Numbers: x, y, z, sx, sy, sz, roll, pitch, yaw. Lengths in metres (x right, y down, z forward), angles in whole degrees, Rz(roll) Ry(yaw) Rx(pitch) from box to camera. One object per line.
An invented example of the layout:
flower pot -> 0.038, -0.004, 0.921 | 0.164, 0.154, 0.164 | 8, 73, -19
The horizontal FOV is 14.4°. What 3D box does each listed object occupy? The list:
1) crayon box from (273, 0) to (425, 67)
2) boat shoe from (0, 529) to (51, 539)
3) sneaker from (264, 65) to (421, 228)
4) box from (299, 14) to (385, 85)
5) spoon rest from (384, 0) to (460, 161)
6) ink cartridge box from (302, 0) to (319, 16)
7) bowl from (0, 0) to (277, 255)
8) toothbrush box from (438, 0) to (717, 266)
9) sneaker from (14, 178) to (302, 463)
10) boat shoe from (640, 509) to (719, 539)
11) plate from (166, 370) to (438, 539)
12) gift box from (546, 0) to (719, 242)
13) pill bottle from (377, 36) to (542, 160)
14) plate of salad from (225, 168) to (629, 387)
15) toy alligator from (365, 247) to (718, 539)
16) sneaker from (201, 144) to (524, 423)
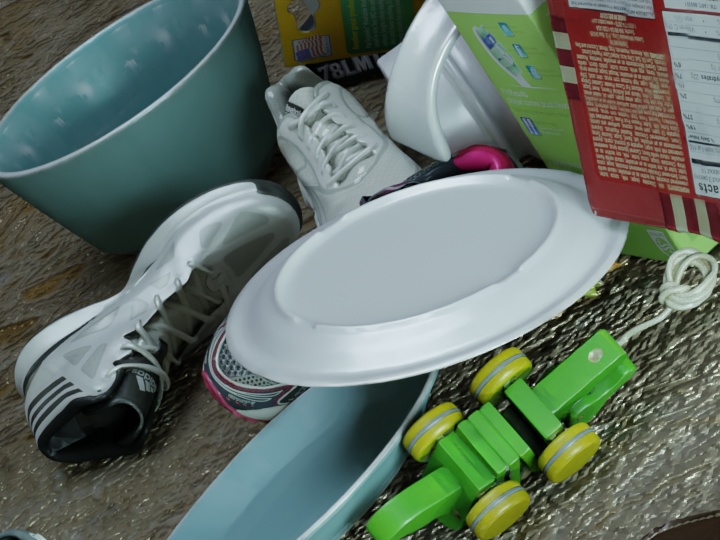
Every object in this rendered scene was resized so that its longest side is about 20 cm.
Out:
crayon box -> 0.046, -0.185, 1.656 | 0.199, 0.126, 0.052 | -9, 61, -1
boat shoe -> -0.141, 0.188, 1.320 | 0.073, 0.062, 0.200 | -46, 28, 14
sneaker -> -0.011, -0.062, 1.646 | 0.075, 0.081, 0.200 | -34, 24, -4
box -> 0.077, -0.210, 1.861 | 0.198, 0.050, 0.200 | -13, 32, 44
spoon rest -> 0.082, -0.148, 1.466 | 0.099, 0.061, 0.200 | 25, 66, 35
ink cartridge box -> 0.059, -0.241, 1.778 | 0.200, 0.083, 0.146 | -24, 25, 26
bowl -> -0.131, -0.085, 1.821 | 0.201, 0.105, 0.201 | -29, 22, 13
toothbrush box -> 0.140, -0.125, 1.405 | 0.146, 0.200, 0.086 | -43, 24, -18
sneaker -> -0.105, 0.041, 1.604 | 0.200, 0.076, 0.115 | -39, 30, 10
boat shoe -> 0.172, 0.100, 1.077 | 0.202, 0.075, 0.075 | -8, 34, 48
plate -> -0.029, 0.107, 1.370 | 0.200, 0.026, 0.200 | -42, 12, 11
gift box -> 0.207, -0.130, 1.280 | 0.186, 0.200, 0.184 | -22, 24, -30
pill bottle -> 0.116, -0.131, 1.562 | 0.200, 0.113, 0.113 | -34, 22, 2
plate of salad -> 0.033, 0.009, 1.356 | 0.200, 0.048, 0.200 | -16, 26, 8
toy alligator -> 0.085, 0.064, 1.302 | 0.200, 0.059, 0.054 | -39, -18, -9
sneaker -> 0.000, 0.000, 1.473 | 0.200, 0.081, 0.075 | -37, -21, -3
